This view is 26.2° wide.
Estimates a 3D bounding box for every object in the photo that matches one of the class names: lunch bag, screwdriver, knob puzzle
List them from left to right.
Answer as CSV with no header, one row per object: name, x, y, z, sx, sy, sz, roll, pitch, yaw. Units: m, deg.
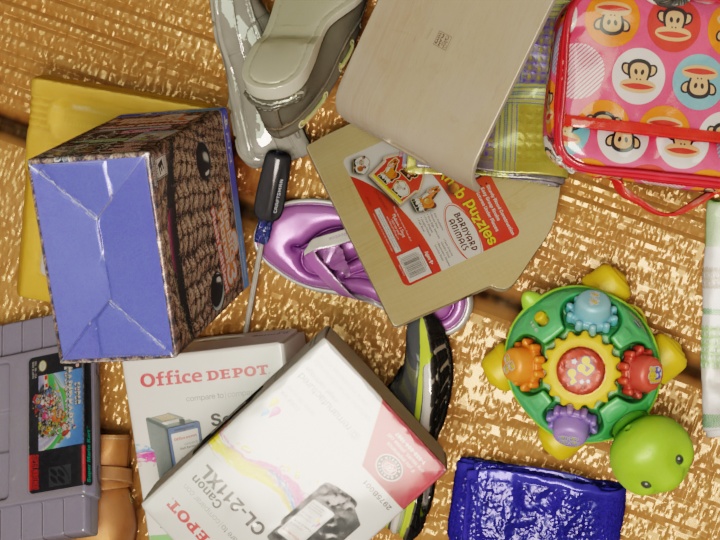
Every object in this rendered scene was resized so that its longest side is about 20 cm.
screwdriver,-0.090,-0.008,1.335,0.028,0.029,0.200,21,107,22
knob puzzle,0.080,-0.068,1.314,0.220,0.030,0.220,0,74,1
lunch bag,0.248,-0.132,1.256,0.200,0.082,0.176,5,91,-3

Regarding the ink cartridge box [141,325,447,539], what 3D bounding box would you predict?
ink cartridge box,-0.051,0.167,1.236,0.200,0.083,0.146,-43,93,5

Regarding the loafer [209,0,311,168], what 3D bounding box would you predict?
loafer,-0.086,-0.189,1.332,0.070,0.070,0.200,-11,98,5

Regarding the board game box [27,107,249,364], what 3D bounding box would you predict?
board game box,-0.169,-0.033,1.229,0.097,0.200,0.160,-3,105,13

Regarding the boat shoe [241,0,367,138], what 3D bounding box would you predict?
boat shoe,-0.040,-0.190,1.284,0.072,0.202,0.060,8,136,21

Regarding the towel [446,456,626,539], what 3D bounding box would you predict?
towel,0.140,0.266,1.315,0.148,0.050,0.200,8,93,10

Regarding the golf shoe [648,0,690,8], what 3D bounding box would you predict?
golf shoe,0.211,-0.264,1.241,0.094,0.200,0.078,-27,129,23

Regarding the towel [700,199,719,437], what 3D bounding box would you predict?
towel,0.358,0.041,1.281,0.149,0.031,0.200,0,92,9

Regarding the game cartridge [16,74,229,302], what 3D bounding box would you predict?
game cartridge,-0.209,-0.058,1.350,0.176,0.032,0.200,10,109,9

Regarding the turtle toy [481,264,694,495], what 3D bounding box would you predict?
turtle toy,0.197,0.096,1.273,0.146,0.101,0.200,-40,85,9

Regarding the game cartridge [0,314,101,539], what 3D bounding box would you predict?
game cartridge,-0.287,0.139,1.349,0.130,0.038,0.200,-13,68,22

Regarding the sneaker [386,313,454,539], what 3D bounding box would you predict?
sneaker,0.027,0.129,1.313,0.081,0.074,0.200,12,100,15

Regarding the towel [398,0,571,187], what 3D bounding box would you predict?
towel,0.115,-0.170,1.301,0.144,0.023,0.200,8,84,3

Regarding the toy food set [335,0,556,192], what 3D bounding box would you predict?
toy food set,0.080,-0.182,1.256,0.143,0.060,0.200,32,105,26

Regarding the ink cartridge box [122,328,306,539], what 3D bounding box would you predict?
ink cartridge box,-0.112,0.158,1.330,0.145,0.088,0.200,-6,93,10

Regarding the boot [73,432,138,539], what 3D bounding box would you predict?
boot,-0.294,0.214,1.375,0.200,0.077,0.155,1,88,16

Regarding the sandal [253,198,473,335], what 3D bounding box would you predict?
sandal,0.002,-0.007,1.329,0.203,0.050,0.082,21,95,8
